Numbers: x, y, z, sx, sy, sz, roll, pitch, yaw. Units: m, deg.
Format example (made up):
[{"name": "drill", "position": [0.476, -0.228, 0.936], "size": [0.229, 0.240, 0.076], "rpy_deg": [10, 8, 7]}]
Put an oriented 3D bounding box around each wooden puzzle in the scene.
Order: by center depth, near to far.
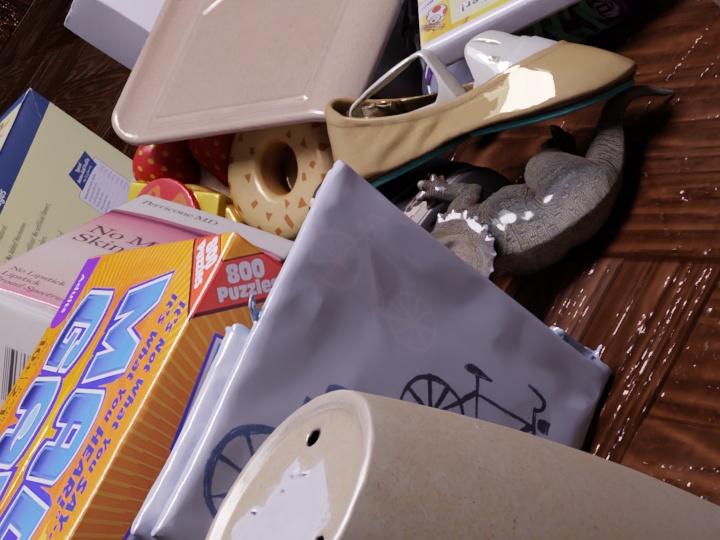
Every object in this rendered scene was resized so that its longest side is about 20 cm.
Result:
[{"name": "wooden puzzle", "position": [-0.058, -0.164, 1.138], "size": [0.199, 0.037, 0.186], "rpy_deg": [-1, 57, 35]}]

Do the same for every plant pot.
[{"name": "plant pot", "position": [0.048, 0.132, 0.571], "size": [0.187, 0.200, 0.188], "rpy_deg": [-43, 25, 26]}]

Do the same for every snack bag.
[{"name": "snack bag", "position": [0.015, 0.074, 0.733], "size": [0.021, 0.188, 0.201], "rpy_deg": [-19, 40, 53]}]

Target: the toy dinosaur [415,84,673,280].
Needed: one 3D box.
[{"name": "toy dinosaur", "position": [0.092, -0.029, 0.902], "size": [0.199, 0.077, 0.102], "rpy_deg": [-23, 25, -7]}]

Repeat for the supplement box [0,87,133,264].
[{"name": "supplement box", "position": [-0.246, 0.005, 1.350], "size": [0.134, 0.199, 0.201], "rpy_deg": [-37, 28, 37]}]

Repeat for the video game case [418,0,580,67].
[{"name": "video game case", "position": [0.121, -0.226, 1.017], "size": [0.199, 0.023, 0.183], "rpy_deg": [-24, 43, 22]}]

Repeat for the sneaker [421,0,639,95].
[{"name": "sneaker", "position": [0.116, -0.158, 1.022], "size": [0.200, 0.074, 0.088], "rpy_deg": [-49, 27, 12]}]

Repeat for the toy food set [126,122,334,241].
[{"name": "toy food set", "position": [-0.092, -0.026, 1.159], "size": [0.199, 0.049, 0.200], "rpy_deg": [8, 93, 33]}]

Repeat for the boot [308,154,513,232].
[{"name": "boot", "position": [0.000, 0.000, 1.025], "size": [0.200, 0.073, 0.151], "rpy_deg": [-49, 23, 5]}]

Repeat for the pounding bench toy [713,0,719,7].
[{"name": "pounding bench toy", "position": [0.190, -0.245, 0.822], "size": [0.125, 0.200, 0.156], "rpy_deg": [-60, 22, -15]}]

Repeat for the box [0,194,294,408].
[{"name": "box", "position": [-0.137, 0.042, 1.033], "size": [0.200, 0.127, 0.110], "rpy_deg": [-37, -39, -61]}]

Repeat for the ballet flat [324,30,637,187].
[{"name": "ballet flat", "position": [0.057, -0.098, 0.936], "size": [0.199, 0.063, 0.069], "rpy_deg": [-19, 7, 35]}]

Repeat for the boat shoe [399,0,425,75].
[{"name": "boat shoe", "position": [0.058, -0.172, 1.169], "size": [0.068, 0.072, 0.200], "rpy_deg": [-44, 31, 20]}]

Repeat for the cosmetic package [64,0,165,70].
[{"name": "cosmetic package", "position": [-0.108, -0.245, 1.405], "size": [0.201, 0.199, 0.123], "rpy_deg": [-60, 10, -15]}]

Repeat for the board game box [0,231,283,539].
[{"name": "board game box", "position": [-0.070, 0.124, 0.816], "size": [0.200, 0.199, 0.201], "rpy_deg": [-6, 52, 62]}]

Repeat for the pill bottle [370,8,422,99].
[{"name": "pill bottle", "position": [-0.047, -0.112, 1.229], "size": [0.200, 0.112, 0.113], "rpy_deg": [-41, 25, 29]}]

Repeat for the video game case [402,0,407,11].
[{"name": "video game case", "position": [-0.038, -0.176, 1.272], "size": [0.200, 0.143, 0.018], "rpy_deg": [-45, 46, 23]}]
